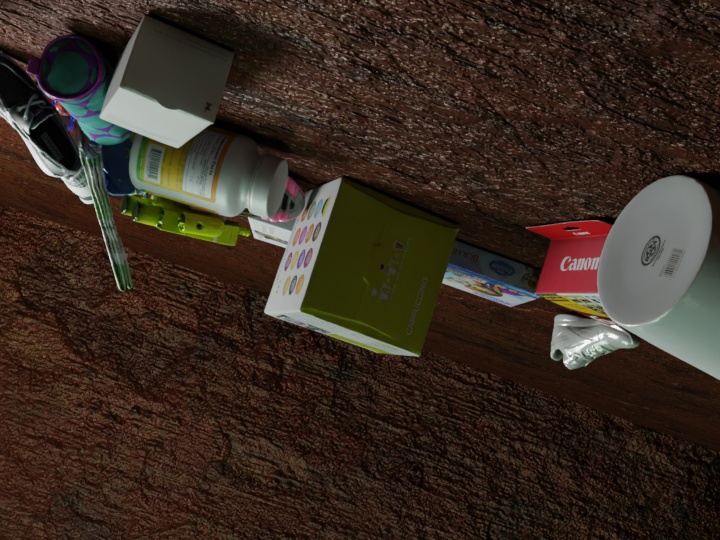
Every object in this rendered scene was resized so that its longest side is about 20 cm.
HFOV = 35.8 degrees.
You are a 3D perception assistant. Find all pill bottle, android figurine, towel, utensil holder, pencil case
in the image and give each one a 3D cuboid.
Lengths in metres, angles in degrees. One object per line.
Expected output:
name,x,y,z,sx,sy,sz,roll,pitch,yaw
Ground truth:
pill bottle,-0.203,-0.138,1.514,0.197,0.113,0.111,17,172,10
android figurine,-0.267,-0.079,1.730,0.197,0.042,0.181,11,-173,-29
towel,-0.354,-0.088,1.561,0.030,0.203,0.149,-15,-156,-9
utensil holder,0.359,0.017,1.111,0.198,0.173,0.169,24,170,-23
pencil case,-0.335,-0.218,1.380,0.091,0.087,0.200,11,171,3

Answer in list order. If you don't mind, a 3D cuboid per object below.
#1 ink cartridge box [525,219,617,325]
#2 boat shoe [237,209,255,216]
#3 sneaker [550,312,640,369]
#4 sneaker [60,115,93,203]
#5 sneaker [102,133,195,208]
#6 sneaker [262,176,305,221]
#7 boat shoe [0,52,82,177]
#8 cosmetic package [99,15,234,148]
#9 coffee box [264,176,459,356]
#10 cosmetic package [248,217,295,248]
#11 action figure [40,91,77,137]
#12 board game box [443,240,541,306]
ink cartridge box,0.313,0.007,1.421,0.173,0.085,0.200,21,172,-17
boat shoe,-0.230,-0.131,1.754,0.197,0.069,0.072,17,-171,16
sneaker,0.411,0.132,1.961,0.074,0.101,0.199,25,168,-29
sneaker,-0.451,-0.192,1.684,0.200,0.076,0.080,47,-178,24
sneaker,-0.324,-0.136,1.667,0.199,0.106,0.075,41,165,-22
sneaker,-0.175,-0.138,1.665,0.197,0.080,0.096,22,-167,-17
boat shoe,-0.448,-0.212,1.520,0.067,0.072,0.202,7,133,52
cosmetic package,-0.218,-0.201,1.233,0.106,0.086,0.199,20,171,-19
coffee box,0.000,0.000,1.654,0.197,0.203,0.197,21,171,-17
cosmetic package,-0.117,-0.073,1.965,0.148,0.053,0.200,16,172,0
action figure,-0.469,-0.222,1.623,0.197,0.101,0.065,9,166,37
board game box,0.186,0.003,1.817,0.197,0.042,0.200,19,172,-4
